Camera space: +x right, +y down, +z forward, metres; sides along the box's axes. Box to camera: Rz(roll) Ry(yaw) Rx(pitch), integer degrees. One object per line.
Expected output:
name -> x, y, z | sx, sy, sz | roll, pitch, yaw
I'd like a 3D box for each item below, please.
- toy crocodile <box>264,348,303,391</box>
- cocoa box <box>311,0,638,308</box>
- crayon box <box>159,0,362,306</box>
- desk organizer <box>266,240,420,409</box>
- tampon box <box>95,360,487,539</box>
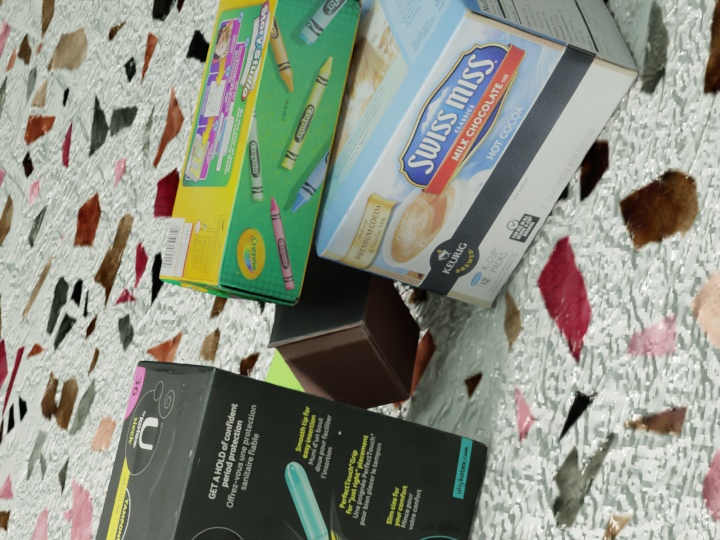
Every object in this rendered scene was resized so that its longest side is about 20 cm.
toy crocodile -> -0.063, 0.144, 1.837 | 0.067, 0.062, 0.200 | 11, 81, 24
cocoa box -> 0.058, -0.103, 1.653 | 0.200, 0.131, 0.133 | -59, 30, 28
crayon box -> -0.066, -0.082, 1.670 | 0.119, 0.058, 0.200 | 5, 83, 67
desk organizer -> 0.000, 0.000, 1.767 | 0.072, 0.077, 0.200 | -15, 39, 23
tampon box -> -0.048, 0.153, 1.635 | 0.126, 0.200, 0.150 | -1, 74, 63
